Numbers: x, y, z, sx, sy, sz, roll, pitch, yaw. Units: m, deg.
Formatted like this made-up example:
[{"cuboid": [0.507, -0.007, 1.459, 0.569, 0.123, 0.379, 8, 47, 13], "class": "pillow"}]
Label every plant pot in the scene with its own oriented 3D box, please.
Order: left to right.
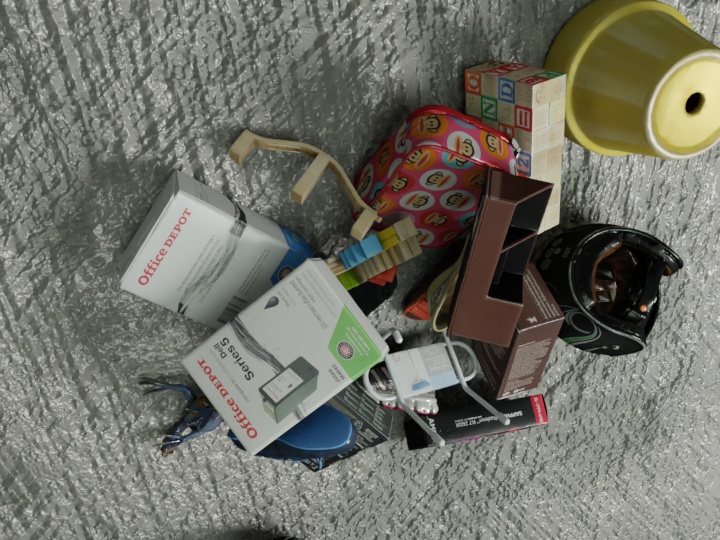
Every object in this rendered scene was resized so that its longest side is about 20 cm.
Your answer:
[{"cuboid": [0.358, -0.227, 0.886, 0.200, 0.189, 0.201, -7, 118, -14], "class": "plant pot"}]

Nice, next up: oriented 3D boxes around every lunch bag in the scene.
[{"cuboid": [0.100, -0.104, 0.888, 0.176, 0.082, 0.200, 18, 147, -22], "class": "lunch bag"}]

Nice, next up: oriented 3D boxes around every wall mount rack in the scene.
[{"cuboid": [0.111, 0.155, 0.994, 0.200, 0.174, 0.075, -9, 158, -31], "class": "wall mount rack"}]

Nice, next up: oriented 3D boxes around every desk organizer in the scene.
[{"cuboid": [0.160, -0.011, 0.826, 0.077, 0.072, 0.200, 13, 126, 4], "class": "desk organizer"}]

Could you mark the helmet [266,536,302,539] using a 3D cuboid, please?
[{"cuboid": [-0.121, 0.529, 1.133, 0.199, 0.191, 0.201, 0, 87, 1], "class": "helmet"}]

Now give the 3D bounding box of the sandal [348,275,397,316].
[{"cuboid": [-0.030, 0.068, 0.996, 0.076, 0.043, 0.200, 38, 97, 3], "class": "sandal"}]

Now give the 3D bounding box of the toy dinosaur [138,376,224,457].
[{"cuboid": [-0.216, 0.211, 0.977, 0.199, 0.105, 0.182, 11, 151, -8], "class": "toy dinosaur"}]

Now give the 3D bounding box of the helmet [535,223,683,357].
[{"cuboid": [0.345, 0.028, 1.015, 0.199, 0.191, 0.201, 0, 80, -1], "class": "helmet"}]

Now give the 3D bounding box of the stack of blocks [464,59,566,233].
[{"cuboid": [0.195, -0.156, 0.910, 0.058, 0.115, 0.200, -24, 124, -28], "class": "stack of blocks"}]

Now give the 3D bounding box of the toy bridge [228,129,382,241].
[{"cuboid": [-0.059, -0.113, 0.864, 0.200, 0.027, 0.067, 32, 69, 4], "class": "toy bridge"}]

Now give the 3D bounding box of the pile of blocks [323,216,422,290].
[{"cuboid": [0.000, 0.000, 0.908, 0.200, 0.082, 0.062, -29, 87, 43], "class": "pile of blocks"}]

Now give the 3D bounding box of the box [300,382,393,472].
[{"cuboid": [-0.078, 0.195, 1.009, 0.160, 0.044, 0.200, -33, 115, 33], "class": "box"}]

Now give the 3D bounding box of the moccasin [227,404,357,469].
[{"cuboid": [-0.085, 0.222, 0.966, 0.200, 0.081, 0.068, -2, 135, 34], "class": "moccasin"}]

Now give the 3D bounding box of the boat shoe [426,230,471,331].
[{"cuboid": [0.155, 0.003, 0.919, 0.073, 0.063, 0.200, 25, 128, -12], "class": "boat shoe"}]

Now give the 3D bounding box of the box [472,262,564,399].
[{"cuboid": [0.221, 0.091, 1.023, 0.075, 0.100, 0.200, -15, 145, -9], "class": "box"}]

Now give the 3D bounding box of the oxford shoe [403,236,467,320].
[{"cuboid": [0.140, 0.003, 1.020, 0.200, 0.073, 0.071, -35, 137, 24], "class": "oxford shoe"}]

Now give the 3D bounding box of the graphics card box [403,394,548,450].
[{"cuboid": [0.178, 0.240, 1.117, 0.199, 0.125, 0.051, -7, 75, -13], "class": "graphics card box"}]

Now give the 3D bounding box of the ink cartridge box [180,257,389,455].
[{"cuboid": [-0.089, 0.102, 0.855, 0.200, 0.084, 0.146, -38, 87, 7], "class": "ink cartridge box"}]

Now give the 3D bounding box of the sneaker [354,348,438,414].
[{"cuboid": [0.023, 0.156, 1.057, 0.199, 0.074, 0.088, 11, 76, -1], "class": "sneaker"}]

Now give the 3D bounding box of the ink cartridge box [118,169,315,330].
[{"cuboid": [-0.181, -0.013, 0.900, 0.200, 0.084, 0.145, 28, 105, -28], "class": "ink cartridge box"}]
